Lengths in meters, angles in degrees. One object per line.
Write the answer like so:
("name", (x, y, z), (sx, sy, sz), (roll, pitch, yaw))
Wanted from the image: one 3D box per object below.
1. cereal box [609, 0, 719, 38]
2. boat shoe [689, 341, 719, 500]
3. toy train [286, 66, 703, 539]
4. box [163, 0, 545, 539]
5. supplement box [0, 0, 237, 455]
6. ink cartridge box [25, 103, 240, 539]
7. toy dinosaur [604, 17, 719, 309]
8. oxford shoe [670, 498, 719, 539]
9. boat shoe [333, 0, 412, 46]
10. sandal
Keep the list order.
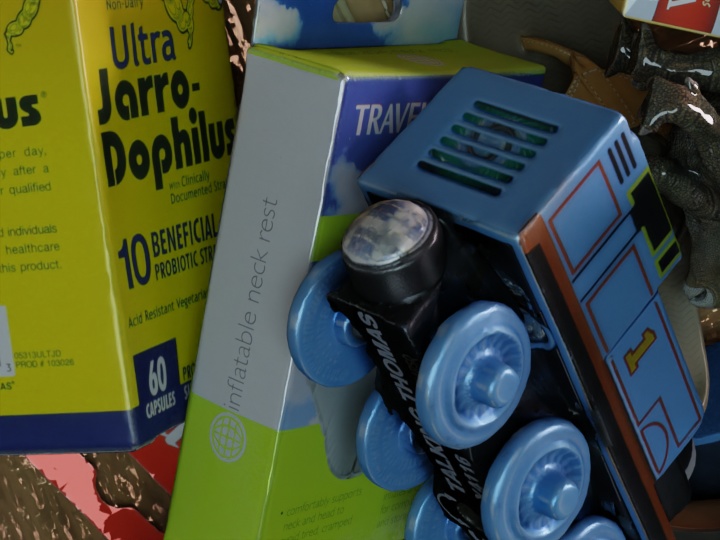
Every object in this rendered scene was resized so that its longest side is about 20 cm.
("cereal box", (0.191, -0.131, 0.680), (0.200, 0.040, 0.144), (12, 105, -4))
("boat shoe", (0.210, 0.047, 0.833), (0.200, 0.084, 0.069), (-10, 133, 20))
("toy train", (0.056, 0.035, 0.698), (0.114, 0.087, 0.200), (-46, 134, -20))
("box", (0.000, 0.000, 0.738), (0.048, 0.122, 0.200), (21, 108, 33))
("supplement box", (-0.111, -0.045, 0.746), (0.109, 0.109, 0.200), (-4, 99, 23))
("ink cartridge box", (-0.036, 0.036, 0.829), (0.200, 0.047, 0.160), (-42, 102, 7))
("toy dinosaur", (0.132, -0.043, 0.701), (0.102, 0.200, 0.077), (13, 75, -6))
("oxford shoe", (0.129, 0.119, 0.829), (0.200, 0.071, 0.071), (-7, 94, 32))
("boat shoe", (-0.007, -0.162, 0.763), (0.066, 0.074, 0.200), (-18, 100, 3))
("sandal", (0.091, -0.030, 0.791), (0.080, 0.054, 0.200), (-15, 88, -24))
